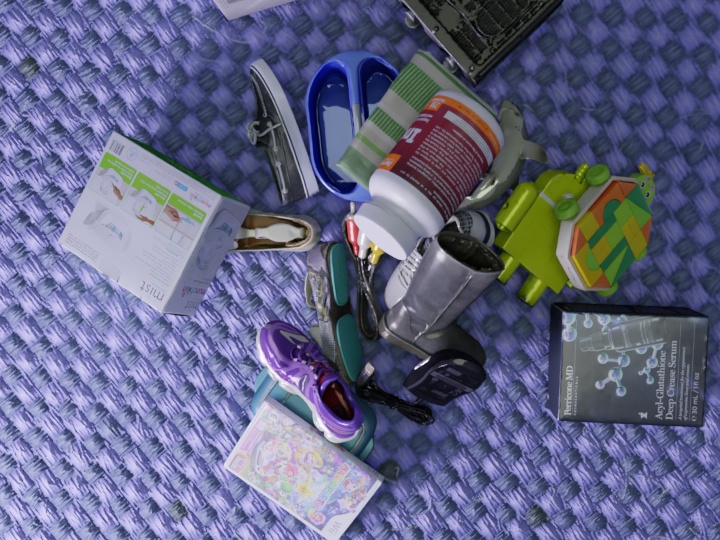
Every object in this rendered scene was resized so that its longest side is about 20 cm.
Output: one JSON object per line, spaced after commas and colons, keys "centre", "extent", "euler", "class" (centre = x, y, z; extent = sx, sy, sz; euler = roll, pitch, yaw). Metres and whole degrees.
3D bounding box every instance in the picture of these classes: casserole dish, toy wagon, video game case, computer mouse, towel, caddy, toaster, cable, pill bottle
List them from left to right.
{"centre": [-0.083, 0.285, 1.341], "extent": [0.199, 0.018, 0.144], "euler": [34, 118, 1], "class": "video game case"}
{"centre": [-0.068, 0.210, 1.354], "extent": [0.199, 0.039, 0.122], "euler": [36, 95, -1], "class": "casserole dish"}
{"centre": [-0.001, -0.196, 1.291], "extent": [0.139, 0.105, 0.203], "euler": [-6, 93, 4], "class": "caddy"}
{"centre": [0.000, 0.000, 1.318], "extent": [0.096, 0.050, 0.203], "euler": [21, 112, 35], "class": "cable"}
{"centre": [0.077, 0.138, 1.281], "extent": [0.139, 0.200, 0.047], "euler": [23, 54, -12], "class": "computer mouse"}
{"centre": [0.079, -0.174, 1.258], "extent": [0.152, 0.023, 0.201], "euler": [37, 80, -17], "class": "towel"}
{"centre": [0.083, -0.118, 1.189], "extent": [0.113, 0.113, 0.201], "euler": [38, 79, 0], "class": "pill bottle"}
{"centre": [0.159, -0.374, 1.267], "extent": [0.200, 0.119, 0.181], "euler": [-43, 91, 4], "class": "toaster"}
{"centre": [0.343, -0.069, 1.279], "extent": [0.200, 0.039, 0.156], "euler": [-46, 122, -15], "class": "toy wagon"}

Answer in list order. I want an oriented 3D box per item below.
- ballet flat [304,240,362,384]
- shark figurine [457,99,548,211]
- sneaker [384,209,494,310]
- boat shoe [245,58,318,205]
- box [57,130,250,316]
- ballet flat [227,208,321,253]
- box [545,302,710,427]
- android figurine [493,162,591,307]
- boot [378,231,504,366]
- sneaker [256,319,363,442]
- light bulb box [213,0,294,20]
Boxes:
{"centre": [-0.043, 0.061, 1.337], "extent": [0.071, 0.072, 0.204], "euler": [-8, 93, 3], "class": "ballet flat"}
{"centre": [0.183, -0.119, 1.306], "extent": [0.215, 0.090, 0.128], "euler": [-49, 57, -3], "class": "shark figurine"}
{"centre": [0.090, -0.014, 1.282], "extent": [0.200, 0.080, 0.077], "euler": [-47, 66, 29], "class": "sneaker"}
{"centre": [-0.124, -0.190, 1.315], "extent": [0.067, 0.074, 0.202], "euler": [-22, 101, -11], "class": "boat shoe"}
{"centre": [-0.283, -0.062, 1.291], "extent": [0.198, 0.097, 0.178], "euler": [29, 95, 19], "class": "box"}
{"centre": [-0.154, -0.058, 1.329], "extent": [0.197, 0.062, 0.069], "euler": [-2, 93, 3], "class": "ballet flat"}
{"centre": [0.362, 0.126, 1.293], "extent": [0.197, 0.107, 0.151], "euler": [2, 94, 3], "class": "box"}
{"centre": [0.264, -0.052, 1.295], "extent": [0.181, 0.041, 0.201], "euler": [37, 92, -27], "class": "android figurine"}
{"centre": [0.133, 0.046, 1.254], "extent": [0.180, 0.073, 0.201], "euler": [20, 131, -19], "class": "boot"}
{"centre": [-0.061, 0.141, 1.294], "extent": [0.080, 0.084, 0.200], "euler": [-39, 80, -27], "class": "sneaker"}
{"centre": [-0.158, -0.462, 1.238], "extent": [0.123, 0.198, 0.203], "euler": [-15, 92, 2], "class": "light bulb box"}
